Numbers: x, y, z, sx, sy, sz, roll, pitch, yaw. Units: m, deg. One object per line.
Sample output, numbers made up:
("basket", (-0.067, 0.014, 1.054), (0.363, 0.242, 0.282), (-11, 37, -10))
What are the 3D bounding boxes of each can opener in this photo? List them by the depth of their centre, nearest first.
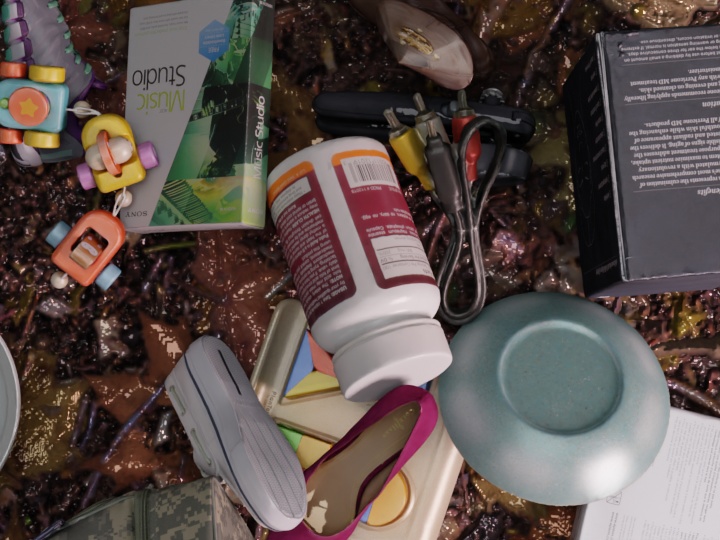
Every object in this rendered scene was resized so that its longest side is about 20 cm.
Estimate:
("can opener", (0.055, -0.129, 1.346), (0.199, 0.063, 0.079), (12, 56, 5))

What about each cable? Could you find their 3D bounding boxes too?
("cable", (0.088, -0.057, 1.322), (0.097, 0.050, 0.201), (-14, 109, 1))

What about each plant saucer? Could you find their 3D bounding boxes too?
("plant saucer", (0.166, 0.097, 1.302), (0.200, 0.039, 0.202), (2, 60, -3))

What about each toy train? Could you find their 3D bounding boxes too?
("toy train", (-0.260, -0.082, 1.303), (0.200, 0.056, 0.150), (44, 96, -6))

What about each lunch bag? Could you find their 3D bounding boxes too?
("lunch bag", (-0.168, 0.267, 1.247), (0.167, 0.200, 0.140), (-15, 56, 5))

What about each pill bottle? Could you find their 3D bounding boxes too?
("pill bottle", (0.000, 0.000, 1.292), (0.114, 0.114, 0.201), (-19, 71, -1))

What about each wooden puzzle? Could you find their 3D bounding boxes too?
("wooden puzzle", (-0.006, 0.139, 1.336), (0.199, 0.046, 0.186), (19, 86, 2))

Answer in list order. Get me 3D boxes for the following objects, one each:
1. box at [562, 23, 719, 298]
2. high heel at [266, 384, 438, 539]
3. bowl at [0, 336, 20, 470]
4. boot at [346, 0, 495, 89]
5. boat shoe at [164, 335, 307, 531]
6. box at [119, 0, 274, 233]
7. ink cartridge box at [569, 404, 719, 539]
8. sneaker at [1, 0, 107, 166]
("box", (0.247, -0.084, 1.274), (0.123, 0.200, 0.197), (-3, 86, -1))
("high heel", (-0.014, 0.172, 1.264), (0.067, 0.096, 0.200), (38, 88, 7))
("bowl", (-0.380, 0.117, 1.318), (0.200, 0.090, 0.202), (0, 85, 1))
("boot", (0.030, -0.215, 1.283), (0.186, 0.200, 0.064), (36, 105, 6))
("boat shoe", (-0.107, 0.148, 1.300), (0.067, 0.073, 0.200), (-45, 48, 20))
("box", (-0.142, -0.134, 1.328), (0.144, 0.036, 0.201), (-2, 85, 36))
("ink cartridge box", (0.286, 0.224, 1.328), (0.199, 0.043, 0.197), (15, 84, 1))
("sneaker", (-0.269, -0.193, 1.360), (0.087, 0.074, 0.201), (-3, 96, -10))
